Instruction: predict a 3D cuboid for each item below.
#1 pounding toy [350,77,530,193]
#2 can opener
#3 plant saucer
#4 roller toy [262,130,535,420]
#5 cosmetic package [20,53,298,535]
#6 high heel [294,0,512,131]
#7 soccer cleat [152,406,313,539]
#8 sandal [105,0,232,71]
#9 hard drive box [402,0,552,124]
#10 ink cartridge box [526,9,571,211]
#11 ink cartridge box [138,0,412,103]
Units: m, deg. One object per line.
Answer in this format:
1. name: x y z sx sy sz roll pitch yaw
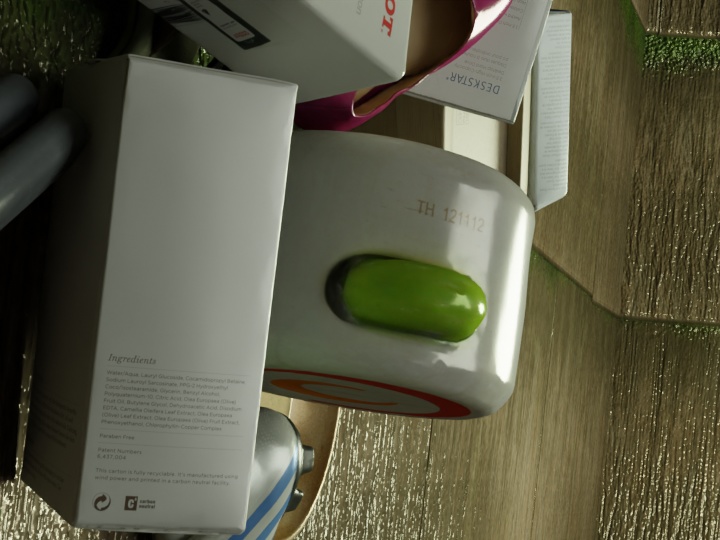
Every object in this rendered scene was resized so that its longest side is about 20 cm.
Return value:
1. pounding toy: 0.041 -0.109 1.193 0.200 0.142 0.185 -20 114 -60
2. can opener: -0.159 -0.031 0.606 0.067 0.053 0.200 -53 -179 27
3. plant saucer: -0.057 0.077 1.038 0.200 0.035 0.201 5 90 -73
4. roller toy: 0.000 0.000 0.884 0.182 0.199 0.140 29 67 -59
5. cosmetic package: -0.095 0.009 0.722 0.108 0.084 0.201 -166 -96 -66
6. high heel: 0.036 -0.126 0.903 0.200 0.096 0.068 -32 122 -28
7. soccer cleat: -0.091 0.171 0.922 0.086 0.070 0.201 3 107 -37
8. sandal: -0.090 -0.115 0.828 0.080 0.057 0.202 68 31 -57
9. hard drive box: 0.046 -0.210 0.995 0.077 0.155 0.201 36 -69 64
10. ink cartridge box: 0.103 -0.119 1.307 0.199 0.040 0.201 27 -61 61
11. ink cartridge box: -0.056 -0.190 0.764 0.200 0.084 0.147 32 58 -49
